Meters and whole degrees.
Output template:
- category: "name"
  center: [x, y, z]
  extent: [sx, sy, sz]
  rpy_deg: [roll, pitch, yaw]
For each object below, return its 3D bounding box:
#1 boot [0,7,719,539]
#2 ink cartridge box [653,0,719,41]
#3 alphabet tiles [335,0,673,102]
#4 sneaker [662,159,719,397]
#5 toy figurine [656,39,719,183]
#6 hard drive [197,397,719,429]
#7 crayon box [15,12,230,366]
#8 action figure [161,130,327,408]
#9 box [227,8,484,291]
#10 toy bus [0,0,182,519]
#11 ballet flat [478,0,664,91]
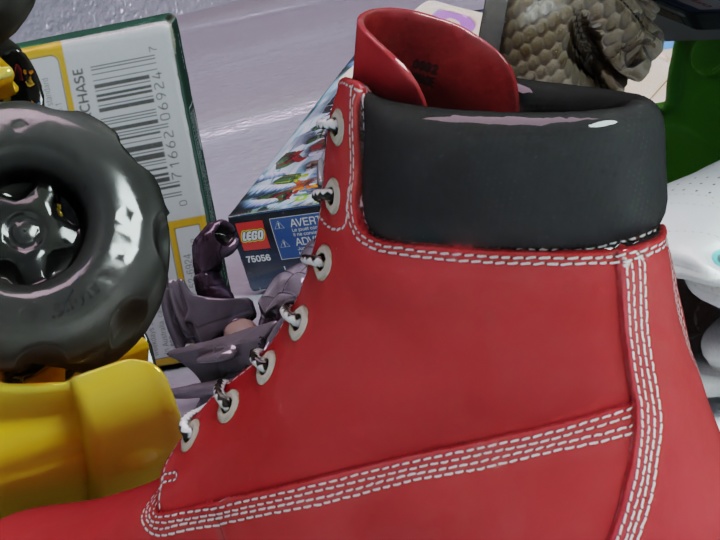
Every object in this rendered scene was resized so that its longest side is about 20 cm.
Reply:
- category: "boot"
  center: [-0.014, 0.019, 0.623]
  extent: [0.199, 0.145, 0.072]
  rpy_deg: [-7, 11, 33]
- category: "ink cartridge box"
  center: [0.099, -0.121, 0.746]
  extent: [0.199, 0.088, 0.145]
  rpy_deg: [4, -11, 44]
- category: "alphabet tiles"
  center: [0.095, -0.066, 1.157]
  extent: [0.199, 0.015, 0.196]
  rpy_deg: [16, 33, 21]
- category: "sneaker"
  center: [0.109, -0.002, 0.714]
  extent: [0.199, 0.076, 0.089]
  rpy_deg: [-20, 15, -2]
- category: "toy figurine"
  center: [0.193, -0.034, 0.890]
  extent: [0.183, 0.151, 0.200]
  rpy_deg: [-1, -25, -43]
- category: "hard drive"
  center: [0.046, 0.045, 0.768]
  extent: [0.131, 0.027, 0.200]
  rpy_deg: [-14, 10, -21]
- category: "crayon box"
  center: [-0.155, -0.016, 1.068]
  extent: [0.199, 0.127, 0.052]
  rpy_deg: [-11, 8, 0]
- category: "action figure"
  center: [0.000, 0.000, 0.980]
  extent: [0.129, 0.070, 0.200]
  rpy_deg: [-3, 13, 14]
- category: "box"
  center: [0.041, -0.061, 1.236]
  extent: [0.136, 0.040, 0.200]
  rpy_deg: [-7, 25, 23]
- category: "toy bus"
  center: [-0.156, -0.003, 0.740]
  extent: [0.191, 0.201, 0.136]
  rpy_deg: [-19, -19, -12]
- category: "ballet flat"
  center: [0.061, -0.036, 0.793]
  extent: [0.046, 0.068, 0.200]
  rpy_deg: [10, -22, 9]
